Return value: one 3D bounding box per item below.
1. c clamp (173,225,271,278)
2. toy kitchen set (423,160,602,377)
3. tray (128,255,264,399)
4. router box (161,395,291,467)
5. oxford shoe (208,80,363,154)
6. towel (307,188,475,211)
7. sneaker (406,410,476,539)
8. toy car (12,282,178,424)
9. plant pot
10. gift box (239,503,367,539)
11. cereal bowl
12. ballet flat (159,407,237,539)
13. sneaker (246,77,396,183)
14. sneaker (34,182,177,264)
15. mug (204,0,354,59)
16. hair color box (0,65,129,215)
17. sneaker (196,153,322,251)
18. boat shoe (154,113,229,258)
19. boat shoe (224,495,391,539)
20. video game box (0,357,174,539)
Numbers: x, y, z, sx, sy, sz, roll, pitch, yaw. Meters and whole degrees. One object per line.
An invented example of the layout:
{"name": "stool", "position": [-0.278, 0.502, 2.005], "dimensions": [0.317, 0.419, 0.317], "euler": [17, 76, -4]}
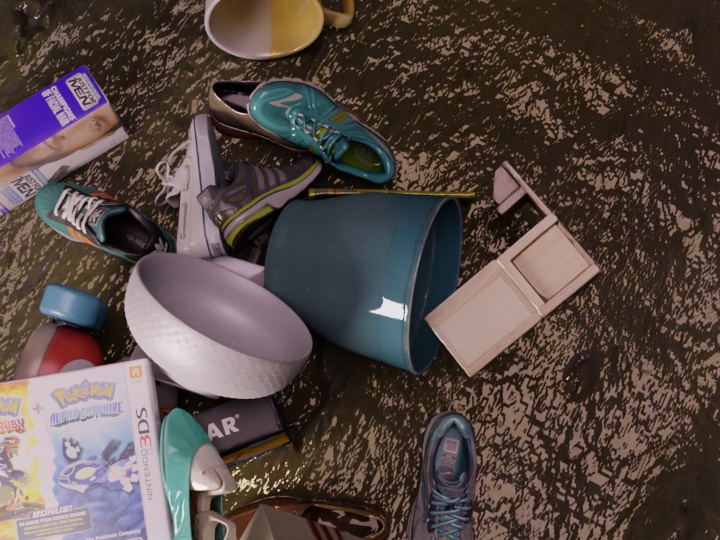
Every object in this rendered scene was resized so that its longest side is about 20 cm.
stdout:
{"name": "c clamp", "position": [-0.162, 0.013, 1.164], "dimensions": [0.169, 0.027, 0.202], "euler": [10, 76, 8]}
{"name": "toy kitchen set", "position": [0.151, -0.003, 1.091], "dimensions": [0.180, 0.200, 0.164], "euler": [-40, 79, 6]}
{"name": "tray", "position": [-0.180, 0.057, 1.083], "dimensions": [0.106, 0.022, 0.201], "euler": [18, 46, -1]}
{"name": "router box", "position": [-0.180, 0.195, 1.048], "dimensions": [0.198, 0.149, 0.051], "euler": [-20, 75, -5]}
{"name": "oxford shoe", "position": [-0.094, -0.193, 1.190], "dimensions": [0.198, 0.075, 0.071], "euler": [6, 73, 0]}
{"name": "towel", "position": [0.035, -0.084, 1.157], "dimensions": [0.198, 0.086, 0.018], "euler": [1, 88, 0]}
{"name": "sneaker", "position": [0.092, 0.254, 1.066], "dimensions": [0.077, 0.086, 0.202], "euler": [2, 75, 1]}
{"name": "toy car", "position": [-0.273, 0.135, 1.063], "dimensions": [0.198, 0.177, 0.186], "euler": [18, 81, -8]}
{"name": "plant pot", "position": [0.000, 0.000, 1.090], "dimensions": [0.186, 0.200, 0.202], "euler": [11, 74, 19]}
{"name": "gift box", "position": [-0.050, 0.349, 0.933], "dimensions": [0.183, 0.187, 0.201], "euler": [20, 103, -24]}
{"name": "cereal bowl", "position": [-0.153, 0.067, 0.984], "dimensions": [0.199, 0.200, 0.084], "euler": [31, 107, 8]}
{"name": "ballet flat", "position": [-0.148, 0.231, 0.925], "dimensions": [0.070, 0.067, 0.202], "euler": [-11, 77, 26]}
{"name": "sneaker", "position": [-0.040, -0.165, 1.142], "dimensions": [0.199, 0.080, 0.078], "euler": [25, 108, -18]}
{"name": "sneaker", "position": [-0.310, -0.063, 1.148], "dimensions": [0.198, 0.080, 0.072], "euler": [23, 77, 12]}
{"name": "mug", "position": [-0.116, -0.368, 1.225], "dimensions": [0.148, 0.186, 0.155], "euler": [-21, 63, 27]}
{"name": "hair color box", "position": [-0.389, -0.152, 1.161], "dimensions": [0.199, 0.109, 0.065], "euler": [-35, 78, -9]}
{"name": "sneaker", "position": [-0.113, -0.100, 1.123], "dimensions": [0.081, 0.074, 0.200], "euler": [44, 36, 1]}
{"name": "boat shoe", "position": [-0.209, -0.099, 1.157], "dimensions": [0.085, 0.075, 0.204], "euler": [-11, 62, 2]}
{"name": "boat shoe", "position": [-0.065, 0.283, 1.067], "dimensions": [0.198, 0.068, 0.073], "euler": [-6, 75, -2]}
{"name": "video game box", "position": [-0.291, 0.191, 0.941], "dimensions": [0.198, 0.047, 0.184], "euler": [-9, 84, -5]}
